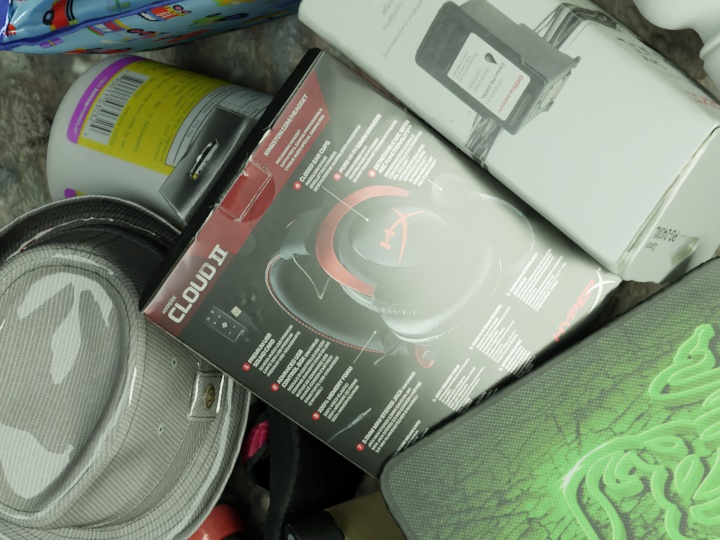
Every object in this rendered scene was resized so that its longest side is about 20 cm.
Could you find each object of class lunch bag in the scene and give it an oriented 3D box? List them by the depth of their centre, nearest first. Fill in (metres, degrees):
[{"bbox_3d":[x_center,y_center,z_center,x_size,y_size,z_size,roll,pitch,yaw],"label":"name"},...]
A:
[{"bbox_3d":[-0.070,-0.161,0.947,0.198,0.150,0.095,4,99,31],"label":"lunch bag"}]

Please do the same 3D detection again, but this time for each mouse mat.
[{"bbox_3d":[0.127,0.109,0.826,0.199,0.008,0.162,-32,87,4],"label":"mouse mat"}]

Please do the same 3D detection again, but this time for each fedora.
[{"bbox_3d":[-0.149,0.062,0.928,0.175,0.090,0.202,21,96,8],"label":"fedora"}]

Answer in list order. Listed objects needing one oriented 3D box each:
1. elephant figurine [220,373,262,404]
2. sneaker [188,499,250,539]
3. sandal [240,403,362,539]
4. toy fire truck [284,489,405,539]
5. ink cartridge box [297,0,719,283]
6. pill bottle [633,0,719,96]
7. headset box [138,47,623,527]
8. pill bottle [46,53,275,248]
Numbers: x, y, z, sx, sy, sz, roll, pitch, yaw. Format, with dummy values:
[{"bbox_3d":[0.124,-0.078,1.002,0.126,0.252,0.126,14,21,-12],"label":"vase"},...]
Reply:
[{"bbox_3d":[-0.143,0.095,1.062,0.140,0.156,0.202,9,119,-10],"label":"elephant figurine"},{"bbox_3d":[-0.103,0.238,1.076,0.098,0.071,0.202,38,113,23],"label":"sneaker"},{"bbox_3d":[-0.035,0.084,0.985,0.045,0.075,0.201,28,136,27],"label":"sandal"},{"bbox_3d":[0.058,0.224,0.948,0.176,0.128,0.202,-140,36,-64],"label":"toy fire truck"},{"bbox_3d":[0.090,-0.087,0.862,0.200,0.145,0.084,40,105,19],"label":"ink cartridge box"},{"bbox_3d":[0.156,-0.180,0.831,0.111,0.111,0.201,-31,81,31],"label":"pill bottle"},{"bbox_3d":[0.000,0.000,0.863,0.199,0.075,0.149,35,92,-9],"label":"headset box"},{"bbox_3d":[-0.066,-0.046,0.991,0.199,0.104,0.105,19,107,27],"label":"pill bottle"}]
